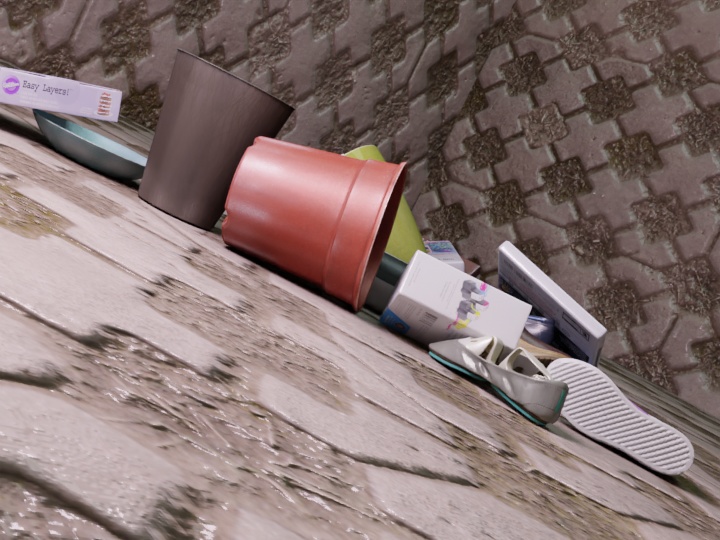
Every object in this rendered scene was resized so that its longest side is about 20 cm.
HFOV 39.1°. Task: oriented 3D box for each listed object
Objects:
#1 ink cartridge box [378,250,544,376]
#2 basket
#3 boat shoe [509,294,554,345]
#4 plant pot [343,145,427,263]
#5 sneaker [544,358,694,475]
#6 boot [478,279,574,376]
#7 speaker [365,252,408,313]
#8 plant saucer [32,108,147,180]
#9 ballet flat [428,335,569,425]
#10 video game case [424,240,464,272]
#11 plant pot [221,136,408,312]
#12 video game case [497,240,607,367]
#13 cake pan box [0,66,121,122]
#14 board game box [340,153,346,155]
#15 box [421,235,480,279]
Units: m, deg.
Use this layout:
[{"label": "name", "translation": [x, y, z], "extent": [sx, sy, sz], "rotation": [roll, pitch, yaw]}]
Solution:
[{"label": "ink cartridge box", "translation": [0.135, 0.064, 1.272], "extent": [0.199, 0.068, 0.115], "rotation": [27, -23, -2]}, {"label": "basket", "translation": [-0.210, -0.170, 1.376], "extent": [0.180, 0.201, 0.136], "rotation": [25, 4, -29]}, {"label": "boat shoe", "translation": [0.217, 0.067, 1.538], "extent": [0.200, 0.069, 0.084], "rotation": [25, 10, 36]}, {"label": "plant pot", "translation": [0.013, -0.053, 1.536], "extent": [0.200, 0.187, 0.187], "rotation": [52, 10, 11]}, {"label": "sneaker", "translation": [0.314, 0.183, 1.251], "extent": [0.200, 0.073, 0.114], "rotation": [39, 4, 15]}, {"label": "boot", "translation": [0.218, 0.082, 1.426], "extent": [0.199, 0.072, 0.167], "rotation": [18, 37, -19]}, {"label": "speaker", "translation": [0.000, 0.000, 1.428], "extent": [0.200, 0.081, 0.081], "rotation": [28, 5, 13]}, {"label": "plant saucer", "translation": [-0.380, -0.170, 1.450], "extent": [0.200, 0.039, 0.201], "rotation": [26, 5, -2]}, {"label": "ballet flat", "translation": [0.162, 0.111, 1.181], "extent": [0.067, 0.064, 0.200], "rotation": [22, 6, -44]}, {"label": "video game case", "translation": [0.063, -0.019, 1.689], "extent": [0.199, 0.024, 0.182], "rotation": [-3, 12, -2]}, {"label": "plant pot", "translation": [-0.062, -0.073, 1.302], "extent": [0.195, 0.201, 0.201], "rotation": [19, 4, 6]}, {"label": "video game case", "translation": [0.281, 0.065, 1.513], "extent": [0.200, 0.023, 0.182], "rotation": [45, -15, 24]}, {"label": "cake pan box", "translation": [-0.466, -0.254, 1.417], "extent": [0.184, 0.053, 0.200], "rotation": [14, 7, 40]}, {"label": "board game box", "translation": [-0.079, -0.116, 1.663], "extent": [0.026, 0.200, 0.200], "rotation": [59, 12, 8]}, {"label": "box", "translation": [0.104, 0.000, 1.798], "extent": [0.200, 0.075, 0.100], "rotation": [29, 50, 32]}]
